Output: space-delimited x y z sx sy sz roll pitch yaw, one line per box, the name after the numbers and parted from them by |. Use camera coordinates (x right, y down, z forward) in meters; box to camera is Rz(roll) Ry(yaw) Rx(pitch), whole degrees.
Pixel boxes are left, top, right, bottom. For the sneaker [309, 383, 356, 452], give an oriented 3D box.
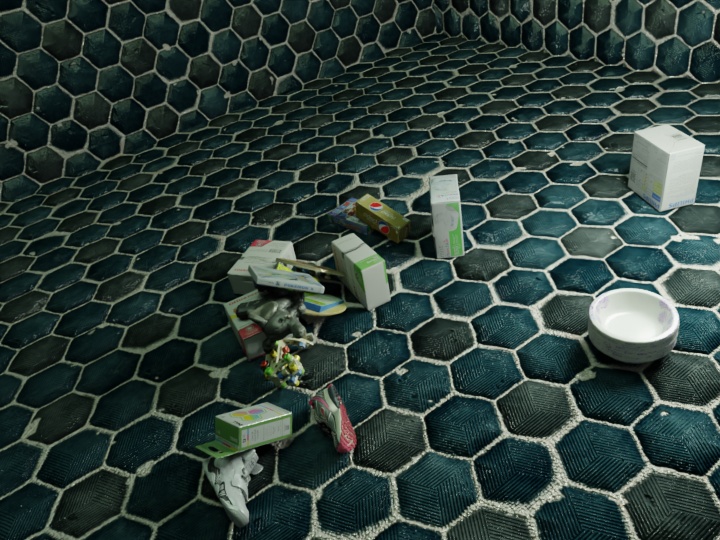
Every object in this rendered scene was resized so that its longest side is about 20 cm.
-0.064 0.351 1.414 0.074 0.081 0.200 -29 28 -1 | sneaker

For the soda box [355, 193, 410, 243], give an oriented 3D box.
0.073 -0.177 2.077 0.199 0.068 0.064 36 54 27 | soda box

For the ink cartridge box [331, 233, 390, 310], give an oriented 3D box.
0.000 0.000 1.822 0.083 0.147 0.200 -23 37 -18 | ink cartridge box

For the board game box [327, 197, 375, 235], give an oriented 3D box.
-0.004 -0.196 2.199 0.199 0.035 0.135 23 48 39 | board game box

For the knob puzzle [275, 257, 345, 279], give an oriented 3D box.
-0.165 -0.004 1.864 0.216 0.031 0.220 13 2 -1 | knob puzzle

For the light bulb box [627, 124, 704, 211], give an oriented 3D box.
0.971 -0.330 1.959 0.123 0.202 0.199 -12 34 -4 | light bulb box

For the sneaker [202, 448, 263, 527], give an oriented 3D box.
-0.259 0.451 1.319 0.114 0.076 0.199 -30 35 -20 | sneaker

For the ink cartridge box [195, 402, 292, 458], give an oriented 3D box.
-0.262 0.357 1.379 0.198 0.060 0.103 -6 8 -43 | ink cartridge box

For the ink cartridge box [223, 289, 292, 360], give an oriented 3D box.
-0.293 0.147 1.754 0.144 0.084 0.200 -23 36 -17 | ink cartridge box

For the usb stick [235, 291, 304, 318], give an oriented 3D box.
-0.249 0.095 1.697 0.197 0.033 0.056 -11 37 10 | usb stick

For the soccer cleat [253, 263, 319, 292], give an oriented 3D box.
-0.214 0.021 1.791 0.197 0.085 0.065 -1 0 -19 | soccer cleat

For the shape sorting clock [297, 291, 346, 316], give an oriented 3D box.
-0.139 0.097 1.772 0.197 0.040 0.200 8 11 -2 | shape sorting clock

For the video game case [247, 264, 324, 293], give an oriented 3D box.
-0.206 0.022 1.665 0.180 0.022 0.200 9 7 -18 | video game case

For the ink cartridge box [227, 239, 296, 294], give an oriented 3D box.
-0.316 -0.010 1.982 0.143 0.085 0.201 4 36 21 | ink cartridge box

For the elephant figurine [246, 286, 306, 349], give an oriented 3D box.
-0.219 0.131 1.564 0.140 0.156 0.201 31 23 -10 | elephant figurine

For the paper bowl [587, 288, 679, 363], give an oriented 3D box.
0.649 0.142 1.468 0.197 0.105 0.202 -8 35 5 | paper bowl

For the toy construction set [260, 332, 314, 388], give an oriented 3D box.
-0.193 0.225 1.607 0.130 0.093 0.201 -27 21 22 | toy construction set

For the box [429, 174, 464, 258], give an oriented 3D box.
0.271 -0.173 1.941 0.095 0.202 0.177 -6 34 8 | box
